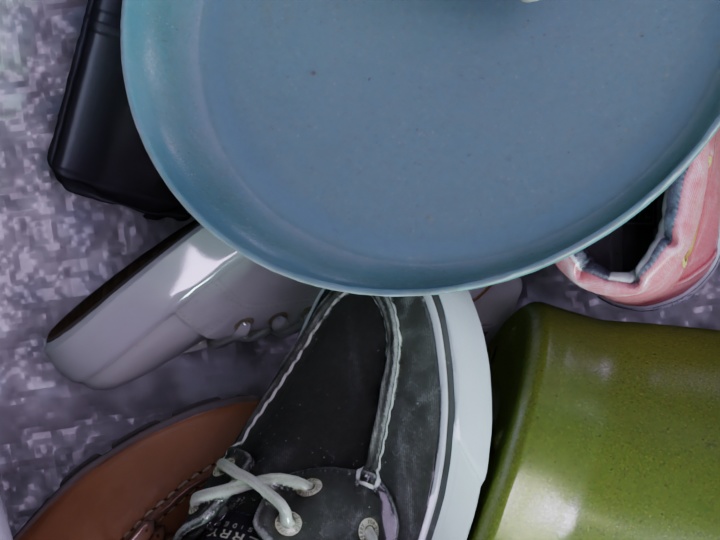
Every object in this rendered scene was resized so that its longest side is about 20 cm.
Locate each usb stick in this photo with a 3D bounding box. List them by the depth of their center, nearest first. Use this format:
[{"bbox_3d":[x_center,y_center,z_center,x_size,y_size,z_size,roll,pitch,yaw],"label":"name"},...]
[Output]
[{"bbox_3d":[-0.049,-0.113,0.922,0.055,0.033,0.200,14,100,-9],"label":"usb stick"}]

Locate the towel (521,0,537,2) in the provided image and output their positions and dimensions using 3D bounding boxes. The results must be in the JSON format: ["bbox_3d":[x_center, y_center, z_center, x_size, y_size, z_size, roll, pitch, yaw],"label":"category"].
[{"bbox_3d":[0.005,-0.172,0.854,0.200,0.034,0.133,32,84,18],"label":"towel"}]

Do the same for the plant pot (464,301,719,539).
[{"bbox_3d":[0.116,0.100,0.918,0.193,0.200,0.201,21,80,-7],"label":"plant pot"}]

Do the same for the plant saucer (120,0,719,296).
[{"bbox_3d":[0.027,-0.081,0.854,0.200,0.027,0.200,-9,65,19],"label":"plant saucer"}]

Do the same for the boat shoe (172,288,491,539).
[{"bbox_3d":[-0.016,0.083,0.842,0.064,0.071,0.200,28,70,-48],"label":"boat shoe"}]

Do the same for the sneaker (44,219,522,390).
[{"bbox_3d":[0.000,0.000,0.936,0.200,0.073,0.085,-30,93,-19],"label":"sneaker"}]

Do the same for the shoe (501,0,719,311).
[{"bbox_3d":[0.080,-0.088,0.895,0.071,0.091,0.200,-3,89,11],"label":"shoe"}]

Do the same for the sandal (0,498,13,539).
[{"bbox_3d":[-0.129,0.104,0.835,0.079,0.207,0.059,-28,139,0],"label":"sandal"}]

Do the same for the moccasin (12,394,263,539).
[{"bbox_3d":[-0.085,0.117,0.889,0.201,0.074,0.078,-39,54,-17],"label":"moccasin"}]
